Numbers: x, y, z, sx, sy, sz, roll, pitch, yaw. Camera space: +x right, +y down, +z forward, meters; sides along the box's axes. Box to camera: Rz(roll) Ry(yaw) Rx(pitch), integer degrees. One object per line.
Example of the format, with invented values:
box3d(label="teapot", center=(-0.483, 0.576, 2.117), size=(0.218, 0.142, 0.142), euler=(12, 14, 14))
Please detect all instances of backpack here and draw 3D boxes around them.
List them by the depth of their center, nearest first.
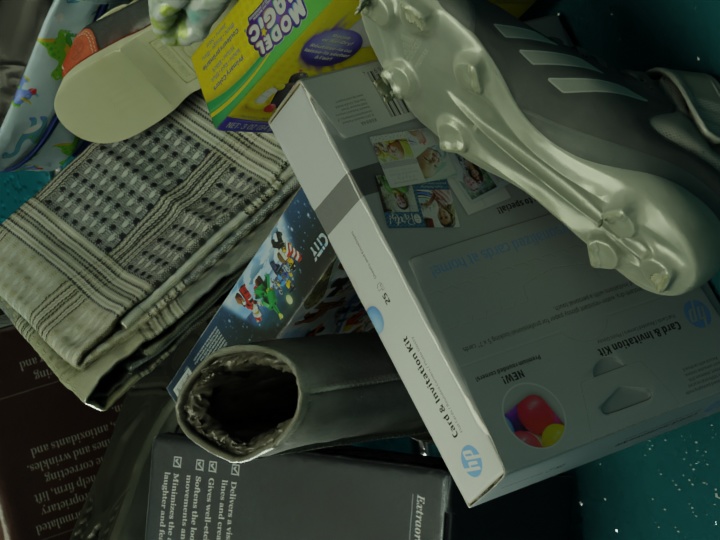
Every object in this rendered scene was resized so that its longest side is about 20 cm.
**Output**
box3d(label="backpack", center=(-0.186, -0.147, 1.635), size=(0.163, 0.153, 0.201), euler=(41, 112, 34))

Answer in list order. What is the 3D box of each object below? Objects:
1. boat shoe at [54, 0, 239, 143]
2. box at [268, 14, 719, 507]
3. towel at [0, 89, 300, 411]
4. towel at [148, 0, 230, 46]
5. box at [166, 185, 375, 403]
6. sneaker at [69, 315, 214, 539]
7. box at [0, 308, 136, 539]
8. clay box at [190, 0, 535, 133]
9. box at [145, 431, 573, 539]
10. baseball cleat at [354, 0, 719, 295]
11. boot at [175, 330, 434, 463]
box3d(label="boat shoe", center=(-0.074, -0.129, 1.509), size=(0.199, 0.063, 0.071), euler=(-24, 120, 29))
box3d(label="box", center=(0.070, -0.009, 1.310), size=(0.201, 0.155, 0.041), euler=(61, 144, 16))
box3d(label="towel", center=(-0.104, -0.031, 1.494), size=(0.035, 0.192, 0.200), euler=(55, 171, -33))
box3d(label="towel", center=(-0.052, -0.230, 1.407), size=(0.200, 0.048, 0.172), euler=(128, 156, -49))
box3d(label="box", center=(0.000, 0.000, 1.423), size=(0.038, 0.136, 0.200), euler=(56, 142, 17))
box3d(label="sneaker", center=(-0.079, 0.107, 1.614), size=(0.076, 0.114, 0.200), euler=(-2, 63, 57))
box3d(label="box", center=(-0.178, 0.119, 1.690), size=(0.164, 0.165, 0.201), euler=(-8, 97, 54))
box3d(label="clay box", center=(0.022, -0.134, 1.341), size=(0.200, 0.114, 0.048), euler=(-43, 56, 43))
box3d(label="box", center=(-0.006, 0.165, 1.461), size=(0.199, 0.107, 0.149), euler=(5, 89, 41))
box3d(label="baseball cleat", center=(0.092, -0.074, 1.285), size=(0.200, 0.106, 0.070), euler=(45, 143, 7))
box3d(label="boot", center=(0.000, 0.060, 1.393), size=(0.182, 0.199, 0.073), euler=(-30, 79, 54))
